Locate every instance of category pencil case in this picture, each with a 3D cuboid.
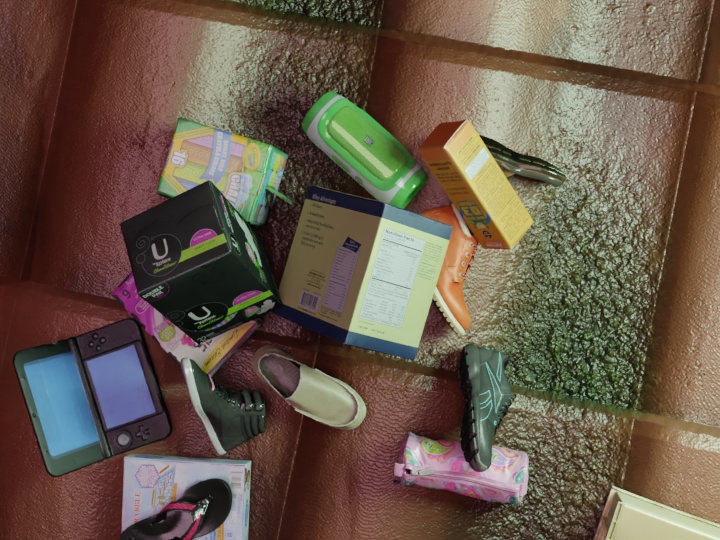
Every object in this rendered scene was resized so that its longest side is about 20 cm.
[{"bbox_3d":[0.151,0.298,1.603,0.198,0.087,0.088,9,90,6],"label":"pencil case"}]

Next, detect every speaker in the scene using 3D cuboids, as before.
[{"bbox_3d":[0.006,-0.182,1.634,0.200,0.088,0.089,42,94,6],"label":"speaker"}]

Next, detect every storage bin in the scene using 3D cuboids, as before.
[{"bbox_3d":[0.436,0.451,1.561,0.198,0.094,0.200,19,92,7],"label":"storage bin"}]

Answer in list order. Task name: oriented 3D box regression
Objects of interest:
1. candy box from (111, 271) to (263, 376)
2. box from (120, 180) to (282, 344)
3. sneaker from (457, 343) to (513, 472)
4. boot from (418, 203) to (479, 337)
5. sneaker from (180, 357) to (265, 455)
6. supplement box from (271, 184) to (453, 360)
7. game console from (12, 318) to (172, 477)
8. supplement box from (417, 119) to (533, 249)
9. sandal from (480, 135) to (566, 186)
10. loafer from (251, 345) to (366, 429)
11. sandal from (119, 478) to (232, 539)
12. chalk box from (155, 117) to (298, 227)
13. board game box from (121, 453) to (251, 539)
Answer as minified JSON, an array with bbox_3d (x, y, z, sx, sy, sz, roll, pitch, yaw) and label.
[{"bbox_3d":[-0.270,0.059,1.673,0.200,0.061,0.136,44,93,5],"label":"candy box"},{"bbox_3d":[-0.223,-0.007,1.523,0.148,0.200,0.125,-24,61,6],"label":"box"},{"bbox_3d":[0.189,0.200,1.580,0.079,0.076,0.201,7,59,-8],"label":"sneaker"},{"bbox_3d":[0.142,-0.004,1.621,0.106,0.075,0.201,-21,85,1],"label":"boot"},{"bbox_3d":[-0.203,0.190,1.624,0.098,0.071,0.201,-22,129,-3],"label":"sneaker"},{"bbox_3d":[0.000,0.000,1.557,0.134,0.199,0.201,16,91,-38],"label":"supplement box"},{"bbox_3d":[-0.412,0.193,1.660,0.175,0.116,0.202,-19,87,6],"label":"game console"},{"bbox_3d":[0.170,-0.123,1.569,0.069,0.066,0.200,-51,118,-24],"label":"supplement box"},{"bbox_3d":[0.212,-0.159,1.623,0.198,0.082,0.055,19,113,0],"label":"sandal"},{"bbox_3d":[-0.085,0.184,1.643,0.199,0.068,0.076,28,92,7],"label":"loafer"},{"bbox_3d":[-0.281,0.387,1.632,0.199,0.045,0.075,-30,85,5],"label":"sandal"},{"bbox_3d":[-0.189,-0.143,1.637,0.198,0.124,0.125,17,91,6],"label":"chalk box"},{"bbox_3d":[-0.274,0.394,1.675,0.198,0.041,0.202,3,89,7],"label":"board game box"}]
